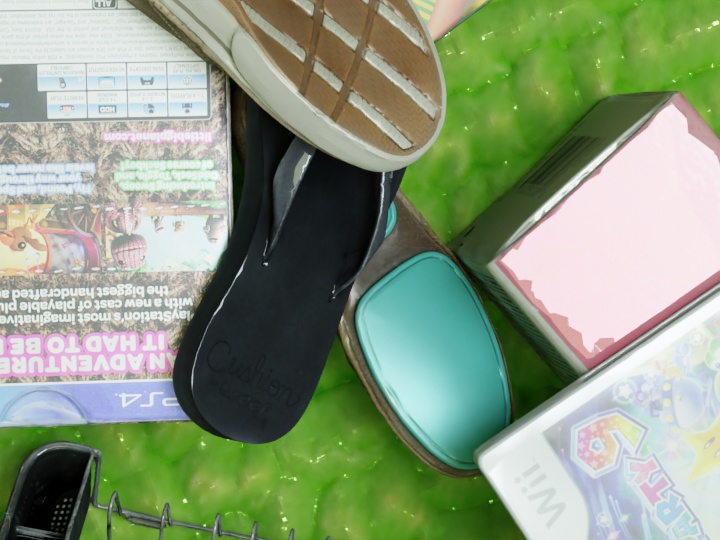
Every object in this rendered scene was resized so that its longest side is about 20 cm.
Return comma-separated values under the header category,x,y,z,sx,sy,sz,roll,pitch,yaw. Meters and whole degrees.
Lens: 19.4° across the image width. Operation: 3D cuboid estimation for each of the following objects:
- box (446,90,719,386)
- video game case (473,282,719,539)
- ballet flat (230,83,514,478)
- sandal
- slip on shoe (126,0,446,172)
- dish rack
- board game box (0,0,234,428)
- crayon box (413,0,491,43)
category,x,y,z,sx,sy,sz,roll,pitch,yaw
box,0.147,0.031,0.910,0.109,0.128,0.200,-42,97,-2
video game case,0.165,0.076,0.842,0.200,0.018,0.143,-34,97,-2
ballet flat,0.000,0.000,0.922,0.068,0.072,0.200,-35,97,-18
sandal,-0.015,-0.026,0.851,0.076,0.043,0.201,19,81,-29
slip on shoe,-0.052,-0.111,0.817,0.200,0.061,0.076,39,63,-6
dish rack,-0.064,0.168,0.898,0.199,0.055,0.154,12,62,2
board game box,-0.135,-0.037,0.894,0.159,0.097,0.201,-1,94,-5
crayon box,0.024,-0.202,0.917,0.200,0.058,0.173,-37,97,-2
